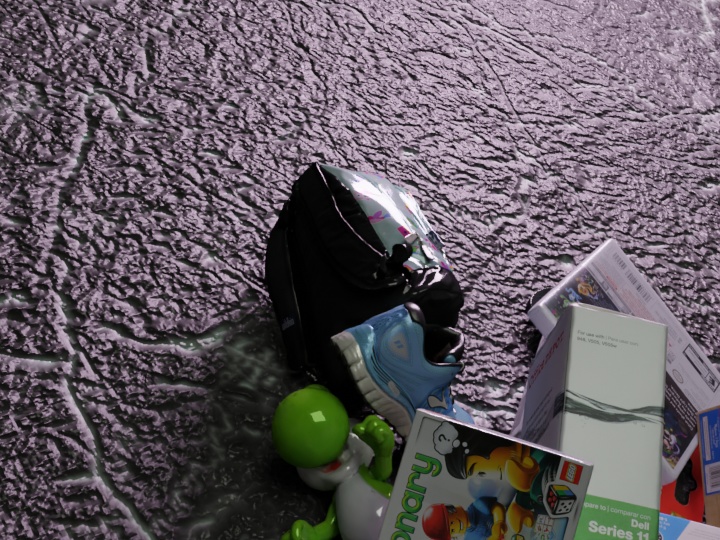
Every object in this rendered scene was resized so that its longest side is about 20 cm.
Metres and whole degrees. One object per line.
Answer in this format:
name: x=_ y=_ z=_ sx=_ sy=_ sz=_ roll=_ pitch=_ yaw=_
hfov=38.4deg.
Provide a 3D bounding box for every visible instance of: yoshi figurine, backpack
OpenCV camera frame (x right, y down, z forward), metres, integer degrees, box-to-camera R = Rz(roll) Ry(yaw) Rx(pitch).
yoshi figurine: x=-0.009 y=0.166 z=0.783 sx=0.112 sy=0.112 sz=0.200 roll=-19 pitch=57 yaw=-31
backpack: x=0.000 y=0.000 z=0.924 sx=0.126 sy=0.167 sz=0.200 roll=14 pitch=36 yaw=-41

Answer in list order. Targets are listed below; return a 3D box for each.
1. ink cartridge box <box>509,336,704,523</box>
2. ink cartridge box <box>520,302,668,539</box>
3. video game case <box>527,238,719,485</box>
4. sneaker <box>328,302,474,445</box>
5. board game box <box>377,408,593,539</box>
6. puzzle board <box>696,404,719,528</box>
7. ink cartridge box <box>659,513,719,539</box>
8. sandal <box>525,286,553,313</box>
ink cartridge box: x=0.248 y=0.150 z=0.972 sx=0.200 sy=0.050 sz=0.161 roll=27 pitch=43 yaw=2
ink cartridge box: x=0.177 y=0.148 z=0.818 sx=0.083 sy=0.147 sz=0.201 roll=12 pitch=63 yaw=0
video game case: x=0.266 y=0.081 z=1.004 sx=0.200 sy=0.023 sz=0.182 roll=53 pitch=41 yaw=4
sneaker: x=0.058 y=0.093 z=0.839 sx=0.078 sy=0.090 sz=0.200 roll=56 pitch=4 yaw=39
board game box: x=0.071 y=0.208 z=0.703 sx=0.126 sy=0.035 sz=0.201 roll=15 pitch=84 yaw=16
puzzle board: x=0.363 y=0.195 z=0.887 sx=0.017 sy=0.151 sz=0.201 roll=25 pitch=53 yaw=-29
ink cartridge box: x=0.248 y=0.295 z=0.806 sx=0.116 sy=0.068 sz=0.200 roll=14 pitch=43 yaw=0
sandal: x=0.267 y=0.058 z=1.067 sx=0.200 sy=0.048 sz=0.075 roll=21 pitch=44 yaw=-10
